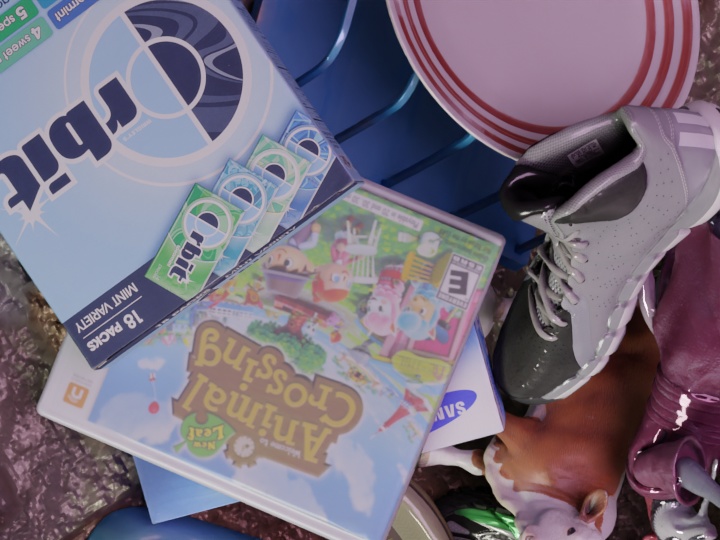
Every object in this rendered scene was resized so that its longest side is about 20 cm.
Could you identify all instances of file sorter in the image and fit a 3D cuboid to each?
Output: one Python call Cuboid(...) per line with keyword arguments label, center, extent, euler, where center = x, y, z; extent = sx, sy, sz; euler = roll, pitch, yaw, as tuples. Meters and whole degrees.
Cuboid(label="file sorter", center=(0.050, -0.113, 1.596), extent=(0.199, 0.123, 0.139), euler=(25, 65, -23))

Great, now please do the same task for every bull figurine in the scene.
Cuboid(label="bull figurine", center=(0.109, 0.087, 1.624), extent=(0.121, 0.065, 0.200), euler=(25, 52, 12))

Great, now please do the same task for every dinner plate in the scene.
Cuboid(label="dinner plate", center=(0.094, -0.146, 1.544), extent=(0.199, 0.024, 0.201), euler=(9, 71, -29))

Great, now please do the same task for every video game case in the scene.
Cuboid(label="video game case", center=(-0.048, 0.029, 1.535), extent=(0.199, 0.022, 0.183), euler=(23, 93, 5))

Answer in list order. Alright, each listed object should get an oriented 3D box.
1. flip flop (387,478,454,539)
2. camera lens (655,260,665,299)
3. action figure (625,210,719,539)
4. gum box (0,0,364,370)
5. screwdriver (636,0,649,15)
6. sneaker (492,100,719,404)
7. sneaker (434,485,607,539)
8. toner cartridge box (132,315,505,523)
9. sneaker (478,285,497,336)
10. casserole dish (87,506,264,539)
Cuboid(label="flip flop", center=(0.045, 0.195, 1.629), extent=(0.200, 0.081, 0.058), euler=(53, 29, -12))
Cuboid(label="camera lens", center=(0.286, 0.047, 1.700), extent=(0.199, 0.160, 0.161), euler=(21, 82, -23))
Cuboid(label="action figure", center=(0.175, 0.064, 1.548), extent=(0.148, 0.134, 0.201), euler=(24, 105, 19))
Cuboid(label="gum box", center=(-0.123, -0.079, 1.510), extent=(0.170, 0.045, 0.200), euler=(-36, 86, 7))
Cuboid(label="screwdriver", center=(0.119, -0.219, 1.640), extent=(0.029, 0.028, 0.201), euler=(-26, 61, 13))
Cuboid(label="sneaker", center=(0.100, -0.015, 1.500), extent=(0.115, 0.075, 0.200), euler=(7, 127, -43))
Cuboid(label="sneaker", center=(0.121, 0.191, 1.672), extent=(0.200, 0.078, 0.085), euler=(33, 91, -14))
Cuboid(label="toner cartridge box", center=(-0.029, 0.064, 1.572), extent=(0.199, 0.043, 0.095), euler=(-16, 98, 6))
Cuboid(label="sneaker", center=(0.000, 0.000, 1.612), extent=(0.199, 0.085, 0.073), euler=(21, 80, -25))
Cuboid(label="casserole dish", center=(-0.076, 0.205, 1.604), extent=(0.199, 0.039, 0.122), euler=(21, 82, -24))
